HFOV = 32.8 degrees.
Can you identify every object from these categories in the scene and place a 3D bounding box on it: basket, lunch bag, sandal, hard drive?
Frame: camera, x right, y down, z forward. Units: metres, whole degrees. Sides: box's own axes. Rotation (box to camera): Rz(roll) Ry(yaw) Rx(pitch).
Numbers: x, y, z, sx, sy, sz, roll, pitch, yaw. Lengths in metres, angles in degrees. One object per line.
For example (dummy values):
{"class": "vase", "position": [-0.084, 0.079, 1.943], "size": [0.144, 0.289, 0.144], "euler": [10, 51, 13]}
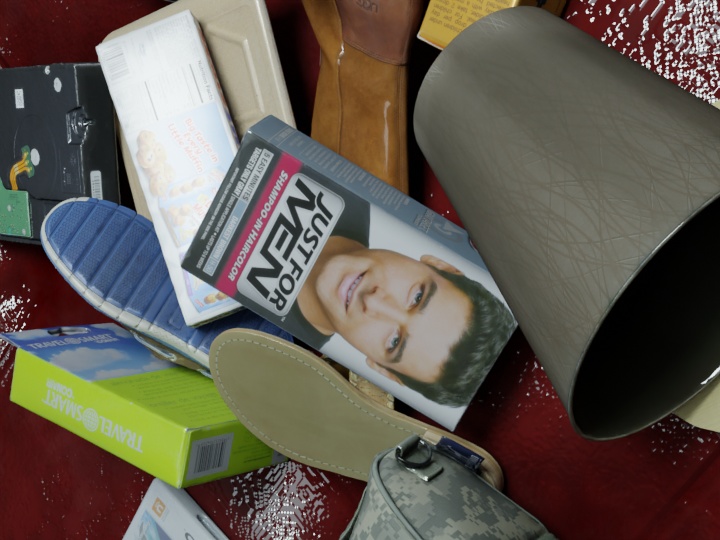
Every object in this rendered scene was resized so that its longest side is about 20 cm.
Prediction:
{"class": "basket", "position": [0.122, -0.043, 0.668], "size": [0.182, 0.135, 0.201], "euler": [-58, 46, 24]}
{"class": "lunch bag", "position": [0.039, 0.223, 0.732], "size": [0.167, 0.139, 0.202], "euler": [38, 115, 22]}
{"class": "sandal", "position": [0.002, 0.093, 0.814], "size": [0.209, 0.070, 0.078], "euler": [27, 118, 9]}
{"class": "hard drive", "position": [-0.261, -0.093, 0.983], "size": [0.198, 0.037, 0.142], "euler": [5, 101, 45]}

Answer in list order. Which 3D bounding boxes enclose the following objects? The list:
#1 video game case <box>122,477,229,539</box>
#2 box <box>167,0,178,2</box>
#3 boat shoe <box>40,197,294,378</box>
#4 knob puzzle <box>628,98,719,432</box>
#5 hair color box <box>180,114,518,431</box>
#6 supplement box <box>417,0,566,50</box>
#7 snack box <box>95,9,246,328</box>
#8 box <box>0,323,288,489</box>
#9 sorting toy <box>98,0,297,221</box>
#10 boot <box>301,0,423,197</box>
{"class": "video game case", "position": [-0.139, 0.292, 0.932], "size": [0.182, 0.023, 0.202], "euler": [40, 112, 29]}
{"class": "box", "position": [-0.196, -0.281, 0.947], "size": [0.199, 0.068, 0.083], "euler": [35, 109, 29]}
{"class": "boat shoe", "position": [-0.141, 0.027, 0.866], "size": [0.199, 0.073, 0.072], "euler": [36, 154, 1]}
{"class": "knob puzzle", "position": [0.215, 0.001, 0.678], "size": [0.218, 0.030, 0.224], "euler": [-6, 82, 45]}
{"class": "hair color box", "position": [0.000, 0.000, 0.761], "size": [0.198, 0.061, 0.100], "euler": [30, 108, 0]}
{"class": "supplement box", "position": [0.105, -0.221, 0.737], "size": [0.068, 0.066, 0.203], "euler": [26, 104, 32]}
{"class": "snack box", "position": [-0.114, -0.069, 0.827], "size": [0.071, 0.024, 0.203], "euler": [-19, 83, 3]}
{"class": "box", "position": [-0.158, 0.092, 0.886], "size": [0.198, 0.121, 0.048], "euler": [20, 102, 33]}
{"class": "sorting toy", "position": [-0.109, -0.095, 0.884], "size": [0.183, 0.036, 0.204], "euler": [-11, 90, 43]}
{"class": "boot", "position": [-0.018, -0.138, 0.834], "size": [0.187, 0.068, 0.203], "euler": [24, 119, 46]}
